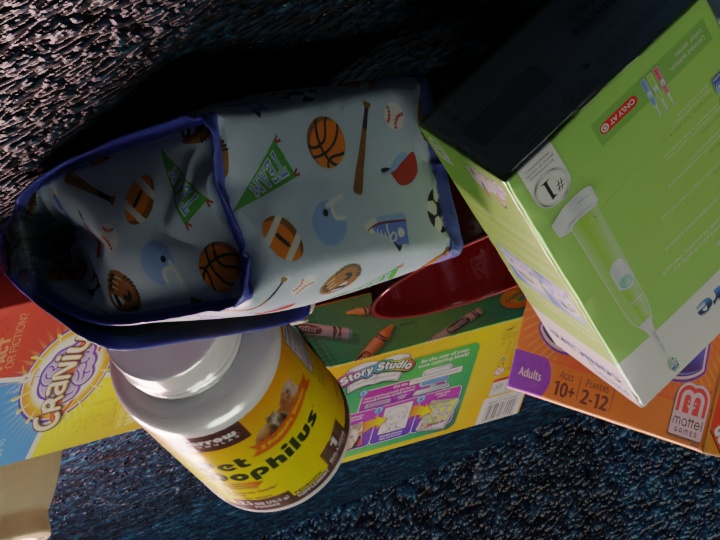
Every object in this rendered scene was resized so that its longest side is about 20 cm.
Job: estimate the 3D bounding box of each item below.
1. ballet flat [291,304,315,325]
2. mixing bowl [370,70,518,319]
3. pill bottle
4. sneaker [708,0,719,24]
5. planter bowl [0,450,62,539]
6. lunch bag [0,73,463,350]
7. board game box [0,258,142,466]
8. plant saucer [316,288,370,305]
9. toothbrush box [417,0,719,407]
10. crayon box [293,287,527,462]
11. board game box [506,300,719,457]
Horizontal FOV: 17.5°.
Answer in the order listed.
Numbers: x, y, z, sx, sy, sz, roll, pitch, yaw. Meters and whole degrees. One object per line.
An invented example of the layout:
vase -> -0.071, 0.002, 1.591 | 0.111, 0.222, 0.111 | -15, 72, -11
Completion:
ballet flat -> -0.053, 0.002, 1.512 | 0.071, 0.069, 0.200 | 14, 160, -16
mixing bowl -> 0.081, -0.057, 1.418 | 0.199, 0.109, 0.200 | -20, 168, -5
pill bottle -> -0.084, 0.069, 1.441 | 0.109, 0.110, 0.200 | -23, 150, 9
sneaker -> 0.241, -0.168, 1.323 | 0.199, 0.073, 0.071 | -8, 175, -18
planter bowl -> -0.289, 0.142, 1.620 | 0.200, 0.135, 0.200 | -21, 170, -4
lunch bag -> -0.074, -0.026, 1.265 | 0.170, 0.124, 0.200 | -11, -179, -45
board game box -> -0.183, 0.049, 1.458 | 0.199, 0.040, 0.153 | -14, 141, -35
plant saucer -> 0.000, 0.000, 1.689 | 0.200, 0.037, 0.199 | -13, 173, -41
toothbrush box -> 0.143, -0.048, 1.265 | 0.146, 0.086, 0.200 | -44, 131, -8
crayon box -> 0.035, 0.069, 1.715 | 0.199, 0.058, 0.119 | -13, 140, -27
board game box -> 0.251, 0.015, 1.526 | 0.199, 0.201, 0.200 | 12, -177, -35
